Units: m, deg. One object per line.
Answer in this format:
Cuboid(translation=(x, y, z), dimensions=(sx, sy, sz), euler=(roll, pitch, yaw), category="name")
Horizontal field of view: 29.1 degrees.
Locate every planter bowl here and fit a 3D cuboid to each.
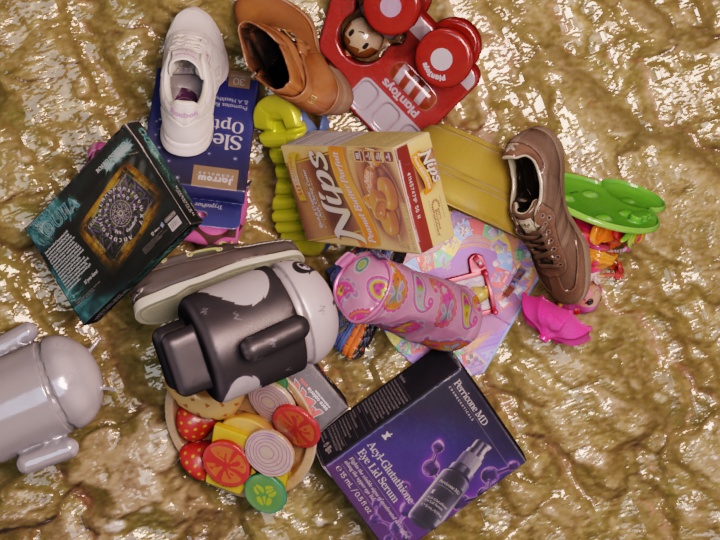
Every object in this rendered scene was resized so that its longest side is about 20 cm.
Cuboid(translation=(0.112, -0.111, 1.558), dimensions=(0.199, 0.200, 0.084), euler=(25, 94, -5), category="planter bowl")

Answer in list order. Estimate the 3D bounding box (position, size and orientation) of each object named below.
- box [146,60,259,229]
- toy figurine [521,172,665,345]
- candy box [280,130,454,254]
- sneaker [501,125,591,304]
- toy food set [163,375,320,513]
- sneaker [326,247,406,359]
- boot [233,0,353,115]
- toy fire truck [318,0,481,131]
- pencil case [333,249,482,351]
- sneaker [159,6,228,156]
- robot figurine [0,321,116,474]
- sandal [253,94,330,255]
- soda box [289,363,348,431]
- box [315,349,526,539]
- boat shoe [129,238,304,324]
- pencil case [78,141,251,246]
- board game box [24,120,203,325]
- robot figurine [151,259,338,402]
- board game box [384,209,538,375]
Cuboid(translation=(-0.182, -0.144, 1.570), dimensions=(0.120, 0.032, 0.201), euler=(7, 61, -5), category="box")
Cuboid(translation=(0.259, -0.003, 1.624), dimensions=(0.150, 0.199, 0.185), euler=(31, 116, 30), category="toy figurine")
Cuboid(translation=(0.005, -0.086, 1.481), dimensions=(0.055, 0.199, 0.116), euler=(-27, 111, -34), category="candy box")
Cuboid(translation=(0.190, -0.051, 1.495), dimensions=(0.075, 0.070, 0.202), euler=(-26, 105, -43), category="sneaker")
Cuboid(translation=(-0.140, 0.180, 1.604), dimensions=(0.196, 0.049, 0.201), euler=(17, 117, 13), category="toy food set")
Cuboid(translation=(0.000, 0.000, 1.627), dimensions=(0.078, 0.075, 0.201), euler=(22, 89, 11), category="sneaker")
Cuboid(translation=(-0.103, -0.250, 1.537), dimensions=(0.077, 0.155, 0.201), euler=(-41, 72, 18), category="boot")
Cuboid(translation=(0.036, -0.246, 1.598), dimensions=(0.200, 0.112, 0.168), euler=(44, 110, -5), category="toy fire truck")
Cuboid(translation=(0.053, 0.034, 1.542), dimensions=(0.199, 0.087, 0.088), euler=(20, 94, -49), category="pencil case")
Cuboid(translation=(-0.183, -0.227, 1.541), dimensions=(0.074, 0.100, 0.201), euler=(1, 56, -6), category="sneaker")
Cuboid(translation=(-0.381, 0.146, 1.593), dimensions=(0.199, 0.113, 0.171), euler=(-23, 77, -1), category="robot figurine")
Cuboid(translation=(-0.062, -0.115, 1.611), dimensions=(0.079, 0.087, 0.202), euler=(5, 115, 28), category="sandal")
Cuboid(translation=(-0.101, 0.103, 1.633), dimensions=(0.071, 0.063, 0.200), euler=(-40, 97, 0), category="soda box")
Cuboid(translation=(0.067, 0.208, 1.621), dimensions=(0.199, 0.104, 0.148), euler=(-37, 106, 1), category="box")
Cuboid(translation=(-0.164, -0.002, 1.561), dimensions=(0.200, 0.072, 0.061), euler=(-18, 62, -4), category="boat shoe")
Cuboid(translation=(-0.227, -0.091, 1.598), dimensions=(0.198, 0.091, 0.094), euler=(12, 124, -5), category="pencil case")
Cuboid(translation=(-0.274, -0.050, 1.527), dimensions=(0.200, 0.028, 0.136), euler=(-39, 78, 30), category="board game box")
Cuboid(translation=(-0.121, 0.064, 1.498), dimensions=(0.199, 0.125, 0.151), euler=(-21, 52, -18), category="robot figurine")
Cuboid(translation=(0.117, 0.028, 1.651), dimensions=(0.157, 0.039, 0.201), euler=(30, 92, -6), category="board game box")
